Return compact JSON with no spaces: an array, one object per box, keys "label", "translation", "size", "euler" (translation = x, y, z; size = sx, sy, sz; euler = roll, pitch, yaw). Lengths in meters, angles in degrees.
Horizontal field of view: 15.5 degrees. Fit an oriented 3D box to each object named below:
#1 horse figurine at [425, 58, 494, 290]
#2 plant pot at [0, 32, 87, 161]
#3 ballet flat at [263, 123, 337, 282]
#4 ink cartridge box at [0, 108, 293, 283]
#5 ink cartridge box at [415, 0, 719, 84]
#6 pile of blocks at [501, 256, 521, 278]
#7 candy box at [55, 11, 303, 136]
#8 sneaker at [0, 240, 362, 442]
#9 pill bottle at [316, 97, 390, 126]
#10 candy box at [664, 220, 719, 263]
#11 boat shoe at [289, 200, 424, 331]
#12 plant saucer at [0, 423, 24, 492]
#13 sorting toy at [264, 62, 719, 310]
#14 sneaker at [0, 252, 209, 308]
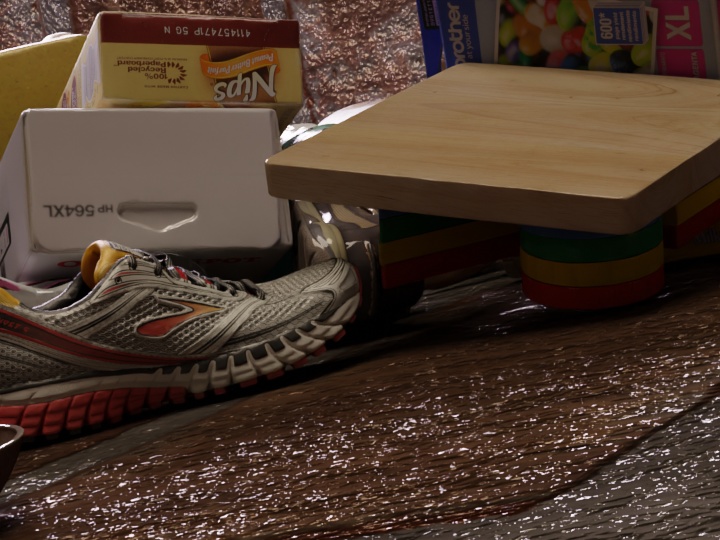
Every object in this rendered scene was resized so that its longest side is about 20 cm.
[{"label":"horse figurine","translation":[0.110,-0.056,1.576],"size":[0.199,0.134,0.050],"euler":[0,-5,-25]},{"label":"plant pot","translation":[-0.221,-0.044,1.713],"size":[0.193,0.201,0.195],"euler":[-14,3,-19]},{"label":"ballet flat","translation":[-0.040,-0.048,1.578],"size":[0.074,0.075,0.200],"euler":[-15,-22,-30]},{"label":"ink cartridge box","translation":[-0.132,-0.023,1.495],"size":[0.145,0.085,0.200],"euler":[-2,-15,-17]},{"label":"ink cartridge box","translation":[0.113,-0.102,1.429],"size":[0.199,0.120,0.042],"euler":[5,25,34]},{"label":"pile of blocks","translation":[0.155,-0.054,1.529],"size":[0.199,0.083,0.062],"euler":[-15,5,-36]},{"label":"candy box","translation":[-0.111,-0.089,1.533],"size":[0.115,0.056,0.200],"euler":[2,-15,-15]},{"label":"sneaker","translation":[-0.092,0.022,1.243],"size":[0.199,0.083,0.078],"euler":[-13,4,-21]},{"label":"pill bottle","translation":[0.018,-0.051,1.681],"size":[0.114,0.115,0.200],"euler":[-14,4,-21]},{"label":"candy box","translation":[0.247,-0.036,1.386],"size":[0.199,0.027,0.102],"euler":[-10,5,28]},{"label":"boat shoe","translation":[0.000,0.000,1.443],"size":[0.073,0.075,0.200],"euler":[-1,11,-4]},{"label":"plant saucer","translation":[-0.219,0.095,0.982],"size":[0.199,0.032,0.200],"euler":[-13,4,1]},{"label":"sorting toy","translation":[0.089,-0.041,1.315],"size":[0.199,0.070,0.199],"euler":[7,22,32]},{"label":"sneaker","translation":[-0.165,0.040,1.409],"size":[0.199,0.081,0.086],"euler":[-4,-7,9]}]
